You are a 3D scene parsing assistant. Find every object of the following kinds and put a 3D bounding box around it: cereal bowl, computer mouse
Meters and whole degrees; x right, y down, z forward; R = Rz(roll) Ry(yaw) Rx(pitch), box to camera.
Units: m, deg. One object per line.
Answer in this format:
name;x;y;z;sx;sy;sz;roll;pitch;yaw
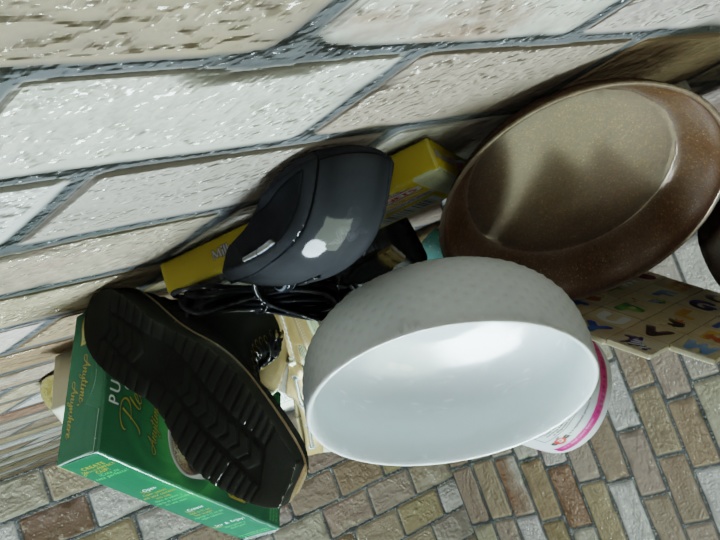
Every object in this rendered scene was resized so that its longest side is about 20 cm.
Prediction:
cereal bowl;0.056;0.053;0.708;0.198;0.084;0.201;-5;147;-3
computer mouse;-0.018;-0.006;0.649;0.139;0.046;0.200;0;154;-36

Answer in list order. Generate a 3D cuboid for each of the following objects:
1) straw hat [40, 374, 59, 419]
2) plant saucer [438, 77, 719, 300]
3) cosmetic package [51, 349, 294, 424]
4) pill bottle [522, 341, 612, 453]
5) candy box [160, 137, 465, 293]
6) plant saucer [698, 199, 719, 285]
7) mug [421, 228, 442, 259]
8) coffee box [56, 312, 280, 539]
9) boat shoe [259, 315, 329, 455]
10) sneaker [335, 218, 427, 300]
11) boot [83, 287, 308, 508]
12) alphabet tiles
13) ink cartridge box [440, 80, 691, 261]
straw hat;-0.219;0.124;1.083;0.201;0.200;0.086;-29;-147;51
plant saucer;0.144;-0.055;0.701;0.198;0.037;0.201;-8;139;-7
cosmetic package;-0.155;0.094;0.922;0.198;0.104;0.073;-20;-141;3
pill bottle;0.114;0.083;0.913;0.199;0.115;0.113;21;148;-35
candy box;-0.027;-0.031;0.708;0.198;0.027;0.102;-24;169;17
plant saucer;0.305;-0.082;0.815;0.036;0.202;0.200;19;176;5
mug;0.037;0.057;1.088;0.183;0.153;0.114;-21;178;14
coffee box;-0.136;0.118;0.801;0.044;0.124;0.200;-21;144;28
boat shoe;-0.052;0.075;0.840;0.075;0.201;0.072;-22;-150;-2
sneaker;-0.001;-0.003;0.879;0.103;0.060;0.200;-27;176;9
boot;-0.075;0.069;0.720;0.138;0.200;0.078;-4;129;-53
alphabet tiles;0.212;0.028;0.804;0.165;0.006;0.199;19;-160;33
ink cartridge box;0.168;-0.062;0.838;0.198;0.086;0.146;-20;174;2
